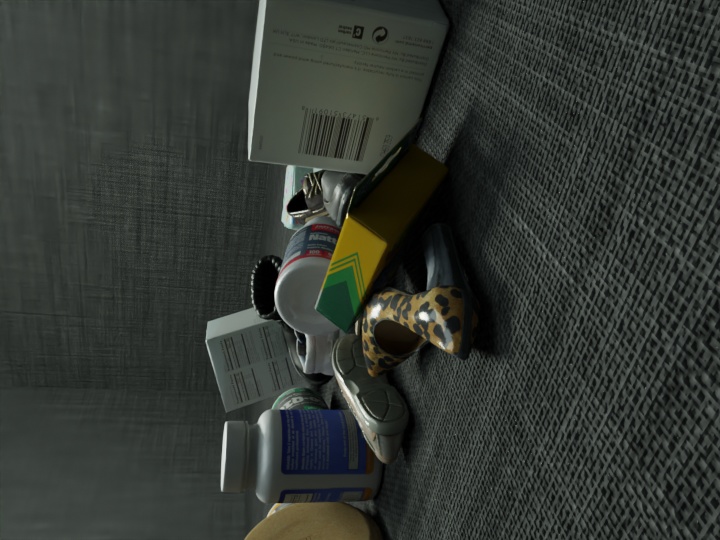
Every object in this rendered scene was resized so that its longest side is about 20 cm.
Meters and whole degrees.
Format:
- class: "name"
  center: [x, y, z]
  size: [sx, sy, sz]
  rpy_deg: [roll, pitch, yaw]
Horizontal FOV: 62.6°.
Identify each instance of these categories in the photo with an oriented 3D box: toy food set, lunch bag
- class: "toy food set"
  center: [-0.067, 0.347, 0.707]
  size: [0.198, 0.194, 0.050]
  rpy_deg: [15, 119, 56]
- class: "lunch bag"
  center: [-0.136, -0.179, 1.374]
  size: [0.200, 0.075, 0.166]
  rpy_deg: [-143, 59, -74]

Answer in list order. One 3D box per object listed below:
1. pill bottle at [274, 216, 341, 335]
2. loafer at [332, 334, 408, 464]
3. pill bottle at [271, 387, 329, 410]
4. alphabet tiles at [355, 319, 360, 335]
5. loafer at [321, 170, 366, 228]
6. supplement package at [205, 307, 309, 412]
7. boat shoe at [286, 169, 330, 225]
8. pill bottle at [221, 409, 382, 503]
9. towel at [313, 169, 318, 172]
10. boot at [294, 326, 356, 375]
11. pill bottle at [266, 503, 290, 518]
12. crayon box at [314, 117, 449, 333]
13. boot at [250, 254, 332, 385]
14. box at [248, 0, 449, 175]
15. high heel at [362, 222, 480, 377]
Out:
- class: "pill bottle"
  center: [-0.062, -0.004, 0.911]
  size: [0.201, 0.116, 0.123]
  rpy_deg: [-89, 10, -63]
- class: "loafer"
  center: [0.006, 0.150, 0.724]
  size: [0.201, 0.070, 0.065]
  rpy_deg: [-122, 31, -63]
- class: "pill bottle"
  center: [-0.089, 0.276, 0.978]
  size: [0.200, 0.110, 0.117]
  rpy_deg: [-158, 73, -75]
- class: "alphabet tiles"
  center: [0.000, 0.000, 0.818]
  size: [0.200, 0.006, 0.172]
  rpy_deg: [116, 158, -87]
- class: "loafer"
  center: [-0.028, -0.106, 0.816]
  size: [0.073, 0.072, 0.200]
  rpy_deg: [-46, -1, -8]
- class: "supplement package"
  center: [-0.201, 0.164, 1.217]
  size: [0.152, 0.195, 0.155]
  rpy_deg: [-148, 42, -74]
- class: "boat shoe"
  center: [-0.064, -0.128, 0.997]
  size: [0.199, 0.072, 0.077]
  rpy_deg: [-37, 51, 48]
- class: "pill bottle"
  center: [-0.077, 0.236, 0.758]
  size: [0.112, 0.194, 0.116]
  rpy_deg: [-175, 90, -76]
- class: "towel"
  center: [-0.057, -0.224, 1.124]
  size: [0.203, 0.047, 0.174]
  rpy_deg: [-102, 22, -50]
- class: "boot"
  center: [-0.058, 0.084, 0.938]
  size: [0.202, 0.093, 0.075]
  rpy_deg: [-106, 25, -55]
- class: "pill bottle"
  center: [-0.089, 0.441, 0.925]
  size: [0.200, 0.113, 0.120]
  rpy_deg: [-179, 93, -75]
- class: "crayon box"
  center: [0.022, -0.038, 0.607]
  size: [0.126, 0.051, 0.202]
  rpy_deg: [-50, -11, -35]
- class: "boot"
  center: [-0.114, 0.089, 1.000]
  size: [0.158, 0.078, 0.215]
  rpy_deg: [55, -170, -74]
- class: "box"
  center: [-0.026, -0.235, 0.687]
  size: [0.133, 0.193, 0.203]
  rpy_deg: [-101, 20, -44]
- class: "high heel"
  center: [0.046, 0.074, 0.557]
  size: [0.145, 0.069, 0.203]
  rpy_deg: [-95, 23, -49]
